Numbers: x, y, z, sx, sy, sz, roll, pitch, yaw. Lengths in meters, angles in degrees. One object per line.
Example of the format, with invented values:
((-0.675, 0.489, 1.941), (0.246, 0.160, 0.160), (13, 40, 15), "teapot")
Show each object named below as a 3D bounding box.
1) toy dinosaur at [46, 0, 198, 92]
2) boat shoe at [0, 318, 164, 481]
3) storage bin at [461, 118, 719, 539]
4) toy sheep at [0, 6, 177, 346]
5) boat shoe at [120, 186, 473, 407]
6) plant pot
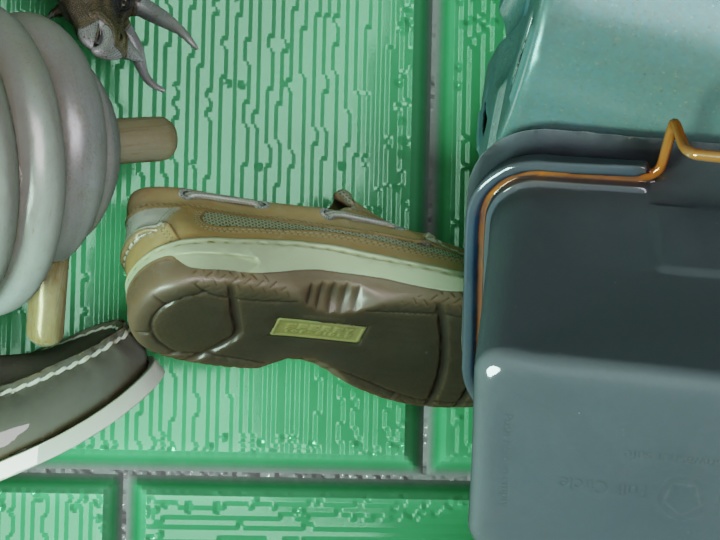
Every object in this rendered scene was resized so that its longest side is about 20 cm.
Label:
((-0.115, -0.176, 1.140), (0.102, 0.077, 0.201), (15, 75, -32), "toy dinosaur")
((-0.174, 0.061, 1.105), (0.201, 0.072, 0.061), (-24, 98, -10), "boat shoe")
((0.126, 0.032, 1.035), (0.198, 0.135, 0.146), (6, 119, 8), "storage bin")
((-0.157, -0.038, 1.071), (0.199, 0.137, 0.139), (-9, 90, -38), "toy sheep")
((0.000, 0.000, 1.153), (0.199, 0.072, 0.077), (13, 45, -27), "boat shoe")
((0.156, -0.090, 1.139), (0.195, 0.200, 0.202), (13, 84, -5), "plant pot")
